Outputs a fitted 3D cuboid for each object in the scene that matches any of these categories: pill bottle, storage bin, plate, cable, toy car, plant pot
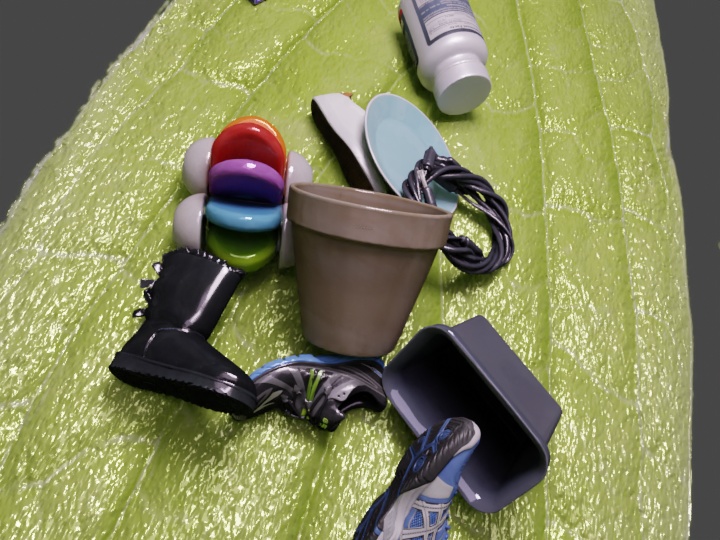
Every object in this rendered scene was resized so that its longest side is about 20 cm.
[{"bbox_3d":[0.139,-0.360,1.029,0.117,0.120,0.204,-7,65,-17],"label":"pill bottle"},{"bbox_3d":[0.139,0.158,0.760,0.201,0.146,0.133,51,34,15],"label":"storage bin"},{"bbox_3d":[0.072,-0.163,0.927,0.198,0.025,0.205,25,51,-36],"label":"plate"},{"bbox_3d":[0.144,-0.074,0.884,0.199,0.051,0.165,42,43,-16],"label":"cable"},{"bbox_3d":[-0.143,-0.104,0.807,0.170,0.151,0.205,7,61,-10],"label":"toy car"},{"bbox_3d":[0.000,0.000,0.759,0.195,0.200,0.178,7,101,-9],"label":"plant pot"}]

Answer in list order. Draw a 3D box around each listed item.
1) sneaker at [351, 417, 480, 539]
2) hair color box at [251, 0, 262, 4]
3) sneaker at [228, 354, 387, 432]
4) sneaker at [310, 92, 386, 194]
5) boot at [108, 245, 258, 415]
[{"bbox_3d":[0.070,0.248,0.692,0.076,0.076,0.202,34,99,-6],"label":"sneaker"},{"bbox_3d":[-0.198,-0.555,1.081,0.109,0.065,0.200,-35,74,-27],"label":"hair color box"},{"bbox_3d":[-0.056,0.147,0.743,0.195,0.071,0.084,-4,57,-19],"label":"sneaker"},{"bbox_3d":[0.003,-0.187,0.931,0.083,0.073,0.203,-20,68,-20],"label":"sneaker"},{"bbox_3d":[-0.178,0.064,0.726,0.194,0.074,0.165,10,58,21],"label":"boot"}]
